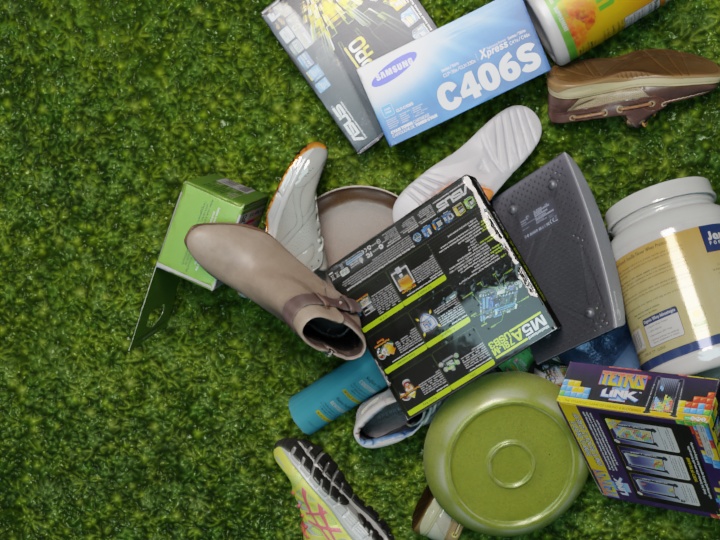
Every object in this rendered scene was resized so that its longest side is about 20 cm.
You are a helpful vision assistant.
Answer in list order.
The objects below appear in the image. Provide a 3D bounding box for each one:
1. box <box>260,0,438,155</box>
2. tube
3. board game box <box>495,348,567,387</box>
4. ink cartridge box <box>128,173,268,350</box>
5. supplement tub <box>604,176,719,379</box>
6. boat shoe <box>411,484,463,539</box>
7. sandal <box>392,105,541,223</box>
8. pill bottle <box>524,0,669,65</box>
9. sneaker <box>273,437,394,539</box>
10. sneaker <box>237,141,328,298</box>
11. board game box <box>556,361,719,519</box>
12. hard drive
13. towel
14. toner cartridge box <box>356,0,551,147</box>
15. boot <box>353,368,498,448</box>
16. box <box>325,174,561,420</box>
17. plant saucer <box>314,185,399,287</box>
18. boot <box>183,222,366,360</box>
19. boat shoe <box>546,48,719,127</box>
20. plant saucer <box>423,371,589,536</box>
[{"bbox_3d":[0.005,-0.263,1.190,0.160,0.049,0.202,-35,94,10],"label":"box"},{"bbox_3d":[0.005,0.125,1.224,0.198,0.077,0.051,-34,51,18],"label":"tube"},{"bbox_3d":[0.221,0.107,1.208,0.105,0.023,0.200,-43,90,-9],"label":"board game box"},{"bbox_3d":[-0.186,-0.002,1.196,0.074,0.148,0.203,21,100,2],"label":"ink cartridge box"},{"bbox_3d":[0.351,0.016,1.115,0.142,0.144,0.204,-16,74,8],"label":"supplement tub"},{"bbox_3d":[0.135,0.239,1.231,0.066,0.074,0.202,29,105,-6],"label":"boat shoe"},{"bbox_3d":[0.128,-0.104,1.192,0.206,0.059,0.080,-40,85,-3],"label":"sandal"},{"bbox_3d":[0.277,-0.323,1.120,0.198,0.111,0.112,-30,93,9],"label":"pill bottle"},{"bbox_3d":[-0.048,0.295,1.253,0.090,0.078,0.201,-40,89,17],"label":"sneaker"},{"bbox_3d":[-0.068,-0.048,1.190,0.091,0.076,0.203,23,107,-4],"label":"sneaker"},{"bbox_3d":[0.319,0.186,1.110,0.163,0.057,0.201,6,143,35],"label":"board game box"},{"bbox_3d":[0.221,-0.012,1.142,0.134,0.042,0.204,-33,63,46],"label":"hard drive"},{"bbox_3d":[0.315,0.108,1.186,0.200,0.049,0.112,43,81,-1],"label":"towel"},{"bbox_3d":[0.103,-0.223,1.143,0.197,0.043,0.096,-25,95,8],"label":"toner cartridge box"},{"bbox_3d":[0.083,0.154,1.208,0.198,0.096,0.074,-29,93,8],"label":"boot"},{"bbox_3d":[0.089,0.030,1.131,0.198,0.047,0.195,-34,82,15],"label":"box"},{"bbox_3d":[0.000,0.000,1.232,0.196,0.032,0.205,1,96,7],"label":"plant saucer"},{"bbox_3d":[-0.081,0.024,1.081,0.198,0.146,0.071,21,106,-34],"label":"boot"},{"bbox_3d":[0.307,-0.199,1.162,0.196,0.073,0.073,-7,127,-3],"label":"boat shoe"},{"bbox_3d":[0.170,0.217,1.173,0.195,0.031,0.205,0,102,-1],"label":"plant saucer"}]
